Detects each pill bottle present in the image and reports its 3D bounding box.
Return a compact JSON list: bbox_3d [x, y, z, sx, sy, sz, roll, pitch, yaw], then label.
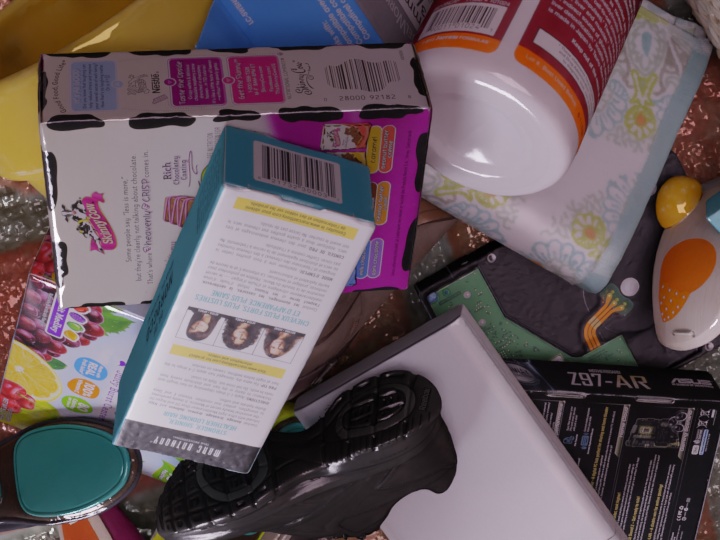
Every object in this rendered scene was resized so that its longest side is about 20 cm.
[{"bbox_3d":[0.103,-0.152,0.881,0.113,0.113,0.200,32,61,-9],"label":"pill bottle"}]

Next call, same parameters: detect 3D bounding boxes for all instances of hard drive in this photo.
[{"bbox_3d":[0.155,0.023,1.031,0.200,0.038,0.140,-30,100,1],"label":"hard drive"},{"bbox_3d":[0.067,0.134,0.970,0.132,0.027,0.200,-31,105,19],"label":"hard drive"}]

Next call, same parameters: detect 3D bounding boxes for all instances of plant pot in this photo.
[{"bbox_3d":[-0.125,-0.092,0.924,0.200,0.201,0.189,-32,116,2],"label":"plant pot"}]

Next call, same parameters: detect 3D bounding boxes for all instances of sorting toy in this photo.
[{"bbox_3d":[0.298,-0.037,0.935,0.199,0.180,0.107,-20,91,-23],"label":"sorting toy"}]

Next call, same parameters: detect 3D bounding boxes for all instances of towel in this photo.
[{"bbox_3d":[0.122,-0.109,0.969,0.171,0.048,0.200,28,74,-7],"label":"towel"}]

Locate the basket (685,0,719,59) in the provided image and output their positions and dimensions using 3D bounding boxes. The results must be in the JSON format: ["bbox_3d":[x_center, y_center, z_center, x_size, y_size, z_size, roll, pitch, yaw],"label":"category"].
[{"bbox_3d":[0.299,-0.203,0.902,0.199,0.161,0.199,-22,63,-1],"label":"basket"}]

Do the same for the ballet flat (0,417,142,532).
[{"bbox_3d":[-0.219,0.141,0.994,0.199,0.073,0.073,-16,101,21],"label":"ballet flat"}]

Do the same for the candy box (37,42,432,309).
[{"bbox_3d":[-0.069,-0.051,0.811,0.199,0.061,0.137,-3,135,-10],"label":"candy box"}]

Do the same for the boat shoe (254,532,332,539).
[{"bbox_3d":[-0.021,0.138,1.038,0.200,0.057,0.067,-48,60,2],"label":"boat shoe"}]

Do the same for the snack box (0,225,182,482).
[{"bbox_3d":[-0.148,0.058,0.948,0.142,0.200,0.053,20,56,-7],"label":"snack box"}]

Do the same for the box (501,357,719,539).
[{"bbox_3d":[0.151,0.161,1.025,0.160,0.044,0.201,3,114,-6],"label":"box"}]

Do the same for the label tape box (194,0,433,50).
[{"bbox_3d":[-0.013,-0.158,0.886,0.063,0.200,0.144,-13,135,28],"label":"label tape box"}]

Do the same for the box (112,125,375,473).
[{"bbox_3d":[-0.066,0.022,0.800,0.082,0.049,0.200,15,130,-17],"label":"box"}]

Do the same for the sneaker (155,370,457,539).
[{"bbox_3d":[-0.031,0.138,0.930,0.199,0.076,0.091,-19,128,12],"label":"sneaker"}]

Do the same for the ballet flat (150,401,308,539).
[{"bbox_3d":[-0.100,0.169,1.001,0.067,0.067,0.200,40,86,-36],"label":"ballet flat"}]

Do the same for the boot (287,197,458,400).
[{"bbox_3d":[0.000,0.000,0.990,0.070,0.200,0.146,40,132,17],"label":"boot"}]

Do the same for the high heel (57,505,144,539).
[{"bbox_3d":[-0.139,0.220,1.053,0.067,0.096,0.200,-27,88,43],"label":"high heel"}]
